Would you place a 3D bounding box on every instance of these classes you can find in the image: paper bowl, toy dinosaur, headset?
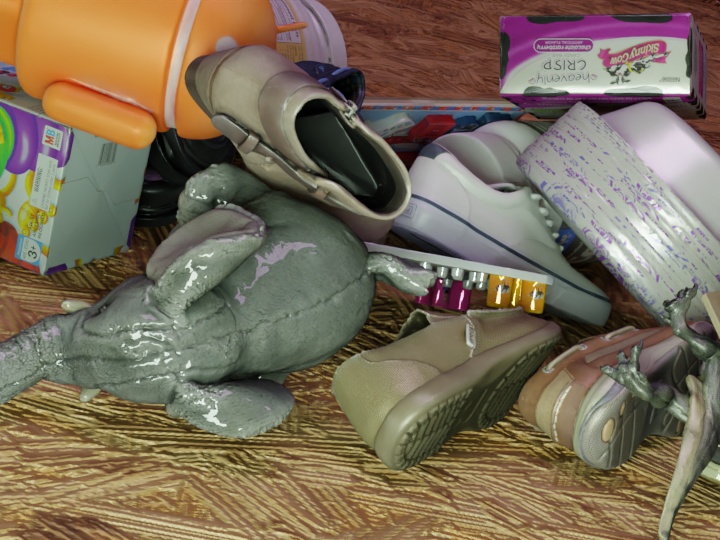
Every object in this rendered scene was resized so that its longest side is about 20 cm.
[{"bbox_3d":[0.209,-0.036,1.403,0.201,0.104,0.201,47,3,-3],"label":"paper bowl"},{"bbox_3d":[0.189,0.066,1.155,0.088,0.047,0.200,52,40,-4],"label":"toy dinosaur"},{"bbox_3d":[-0.127,-0.084,1.436,0.200,0.124,0.094,41,45,-4],"label":"headset"}]

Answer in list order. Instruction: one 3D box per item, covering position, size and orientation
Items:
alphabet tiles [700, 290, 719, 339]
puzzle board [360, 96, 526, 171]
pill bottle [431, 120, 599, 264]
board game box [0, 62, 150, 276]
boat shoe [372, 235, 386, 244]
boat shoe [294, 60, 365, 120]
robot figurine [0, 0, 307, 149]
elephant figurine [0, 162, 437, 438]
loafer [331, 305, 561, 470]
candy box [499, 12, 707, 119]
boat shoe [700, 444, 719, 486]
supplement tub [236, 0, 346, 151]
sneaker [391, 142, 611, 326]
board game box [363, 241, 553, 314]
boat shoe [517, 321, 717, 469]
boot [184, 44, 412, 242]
[{"bbox_3d":[0.290,0.082,1.207,0.200,0.008,0.167,-5,67,-49],"label":"alphabet tiles"},{"bbox_3d":[0.021,-0.084,1.552,0.200,0.151,0.017,-4,62,-47],"label":"puzzle board"},{"bbox_3d":[0.136,-0.059,1.563,0.114,0.114,0.200,26,21,38],"label":"pill bottle"},{"bbox_3d":[-0.253,-0.083,1.347,0.200,0.103,0.105,21,19,22],"label":"board game box"},{"bbox_3d":[-0.009,-0.045,1.437,0.060,0.072,0.202,10,2,3],"label":"boat shoe"},{"bbox_3d":[-0.030,-0.095,1.326,0.068,0.084,0.200,-11,32,9],"label":"boat shoe"},{"bbox_3d":[-0.138,-0.151,1.273,0.200,0.117,0.144,16,18,4],"label":"robot figurine"},{"bbox_3d":[-0.087,0.032,1.083,0.142,0.155,0.200,45,30,6],"label":"elephant figurine"},{"bbox_3d":[0.052,0.053,1.166,0.067,0.076,0.200,41,24,16],"label":"loafer"},{"bbox_3d":[0.182,-0.147,1.491,0.136,0.061,0.200,1,0,13],"label":"candy box"},{"bbox_3d":[0.273,0.092,1.247,0.201,0.066,0.072,-2,25,-42],"label":"boat shoe"},{"bbox_3d":[-0.124,-0.170,1.672,0.200,0.146,0.145,-3,23,-45],"label":"supplement tub"},{"bbox_3d":[0.108,-0.022,1.400,0.200,0.071,0.073,29,-8,-36],"label":"sneaker"},{"bbox_3d":[0.000,0.000,1.306,0.199,0.026,0.200,10,-3,-13],"label":"board game box"},{"bbox_3d":[0.161,0.064,1.245,0.072,0.076,0.200,19,15,27],"label":"boat shoe"},{"bbox_3d":[-0.016,-0.058,1.158,0.200,0.070,0.146,36,-5,-36],"label":"boot"}]
